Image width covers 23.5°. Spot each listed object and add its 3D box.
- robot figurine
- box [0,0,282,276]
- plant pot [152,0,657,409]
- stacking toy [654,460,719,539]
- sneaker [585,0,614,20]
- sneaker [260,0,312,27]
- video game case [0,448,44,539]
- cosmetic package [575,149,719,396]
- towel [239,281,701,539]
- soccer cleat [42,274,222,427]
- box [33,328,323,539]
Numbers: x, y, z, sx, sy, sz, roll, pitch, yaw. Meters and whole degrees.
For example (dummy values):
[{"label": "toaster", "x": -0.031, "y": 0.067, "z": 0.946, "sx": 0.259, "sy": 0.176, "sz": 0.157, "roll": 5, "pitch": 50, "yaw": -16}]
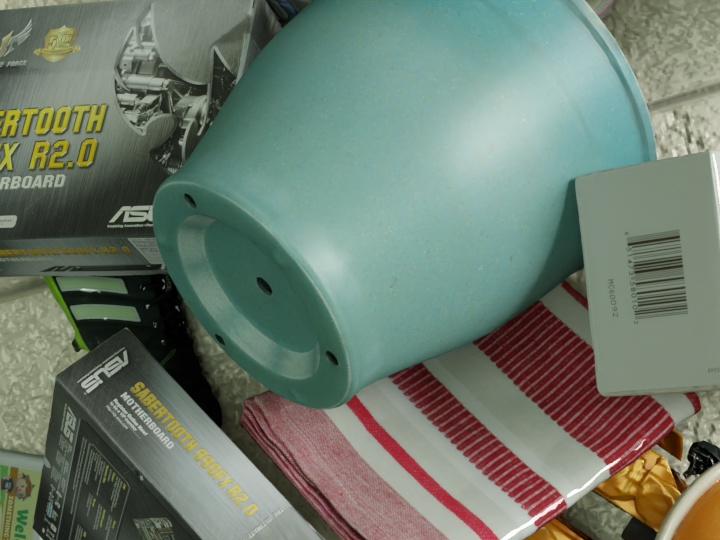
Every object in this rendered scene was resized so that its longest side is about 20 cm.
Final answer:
[{"label": "robot figurine", "x": 0.143, "y": 0.139, "z": 0.920, "sx": 0.200, "sy": 0.058, "sz": 0.145, "roll": 34, "pitch": 99, "yaw": 16}, {"label": "box", "x": -0.152, "y": -0.076, "z": 0.980, "sx": 0.200, "sy": 0.048, "sz": 0.159, "roll": 0, "pitch": 63, "yaw": 22}, {"label": "plant pot", "x": 0.008, "y": -0.040, "z": 0.846, "sx": 0.200, "sy": 0.200, "sz": 0.188, "roll": 44, "pitch": 62, "yaw": 13}, {"label": "stacking toy", "x": 0.230, "y": 0.159, "z": 0.769, "sx": 0.146, "sy": 0.200, "sz": 0.146, "roll": -1, "pitch": 92, "yaw": -17}, {"label": "sneaker", "x": 0.124, "y": -0.192, "z": 0.890, "sx": 0.081, "sy": 0.088, "sz": 0.200, "roll": 24, "pitch": 114, "yaw": 6}, {"label": "sneaker", "x": -0.016, "y": -0.183, "z": 0.980, "sx": 0.200, "sy": 0.075, "sz": 0.087, "roll": 14, "pitch": 75, "yaw": 15}, {"label": "video game case", "x": -0.277, "y": 0.202, "z": 1.069, "sx": 0.182, "sy": 0.022, "sz": 0.200, "roll": 7, "pitch": 90, "yaw": 17}, {"label": "cosmetic package", "x": 0.203, "y": -0.001, "z": 0.825, "sx": 0.085, "sy": 0.200, "sz": 0.108, "roll": -10, "pitch": 84, "yaw": 48}, {"label": "towel", "x": 0.057, "y": 0.072, "z": 0.886, "sx": 0.200, "sy": 0.023, "sz": 0.144, "roll": -30, "pitch": 57, "yaw": -26}, {"label": "soccer cleat", "x": -0.136, "y": 0.010, "z": 1.006, "sx": 0.081, "sy": 0.068, "sz": 0.200, "roll": -42, "pitch": 75, "yaw": 11}, {"label": "box", "x": -0.102, "y": 0.142, "z": 0.927, "sx": 0.158, "sy": 0.200, "sz": 0.048, "roll": 44, "pitch": 60, "yaw": 14}]
